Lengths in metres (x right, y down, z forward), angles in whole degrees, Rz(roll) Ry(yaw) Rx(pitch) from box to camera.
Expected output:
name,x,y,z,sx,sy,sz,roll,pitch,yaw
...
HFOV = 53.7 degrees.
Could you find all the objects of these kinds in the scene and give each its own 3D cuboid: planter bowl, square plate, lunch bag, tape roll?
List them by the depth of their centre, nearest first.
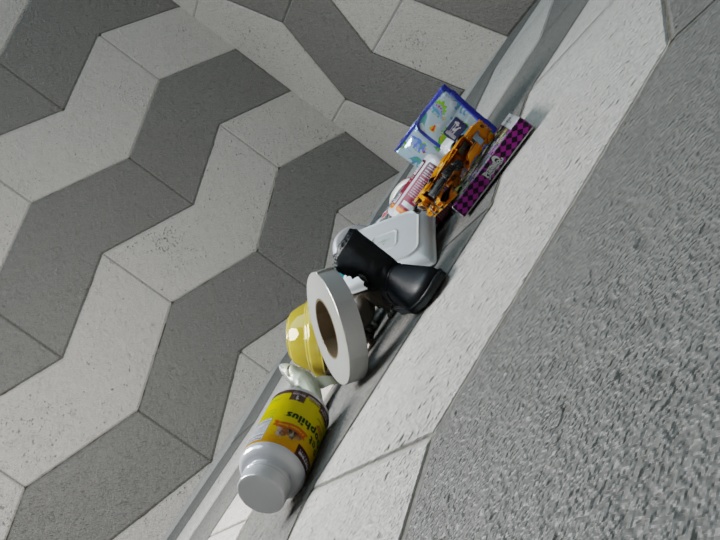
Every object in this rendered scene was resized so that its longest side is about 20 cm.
name,x,y,z,sx,sy,sz,roll,pitch,yaw
tape roll,-0.043,0.095,1.229,0.037,0.205,0.203,-16,-8,-18
square plate,0.052,-0.047,1.383,0.198,0.029,0.199,-20,33,19
planter bowl,-0.108,0.138,1.486,0.200,0.082,0.203,-5,-90,-85
lunch bag,0.203,-0.312,1.662,0.200,0.169,0.128,-47,8,45

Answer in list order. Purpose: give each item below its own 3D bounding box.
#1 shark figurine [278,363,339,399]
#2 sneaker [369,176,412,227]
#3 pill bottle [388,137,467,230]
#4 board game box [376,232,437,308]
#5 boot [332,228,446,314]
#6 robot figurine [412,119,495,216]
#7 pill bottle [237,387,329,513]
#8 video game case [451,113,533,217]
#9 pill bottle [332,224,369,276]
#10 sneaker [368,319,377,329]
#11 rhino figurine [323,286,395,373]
name,x,y,z,sx,sy,sz,roll,pitch,yaw
shark figurine,-0.103,0.276,1.356,0.216,0.126,0.090,-89,5,-51
sneaker,0.089,-0.119,1.598,0.201,0.080,0.075,-57,16,23
pill bottle,0.157,-0.172,1.501,0.201,0.113,0.113,-54,5,7
board game box,0.090,-0.001,1.482,0.105,0.023,0.200,-62,8,-33
boot,0.038,-0.003,1.180,0.077,0.167,0.200,-55,5,-15
robot figurine,0.171,-0.184,1.334,0.201,0.058,0.145,-56,3,-19
pill bottle,-0.125,0.287,1.141,0.109,0.109,0.200,-51,6,31
video game case,0.241,-0.203,1.342,0.201,0.036,0.181,-54,4,16
pill bottle,0.000,0.000,1.576,0.111,0.110,0.201,-57,-22,-29
sneaker,-0.001,0.089,1.444,0.077,0.088,0.202,78,-147,-65
rhino figurine,-0.011,0.111,1.354,0.201,0.087,0.060,-55,4,-6
